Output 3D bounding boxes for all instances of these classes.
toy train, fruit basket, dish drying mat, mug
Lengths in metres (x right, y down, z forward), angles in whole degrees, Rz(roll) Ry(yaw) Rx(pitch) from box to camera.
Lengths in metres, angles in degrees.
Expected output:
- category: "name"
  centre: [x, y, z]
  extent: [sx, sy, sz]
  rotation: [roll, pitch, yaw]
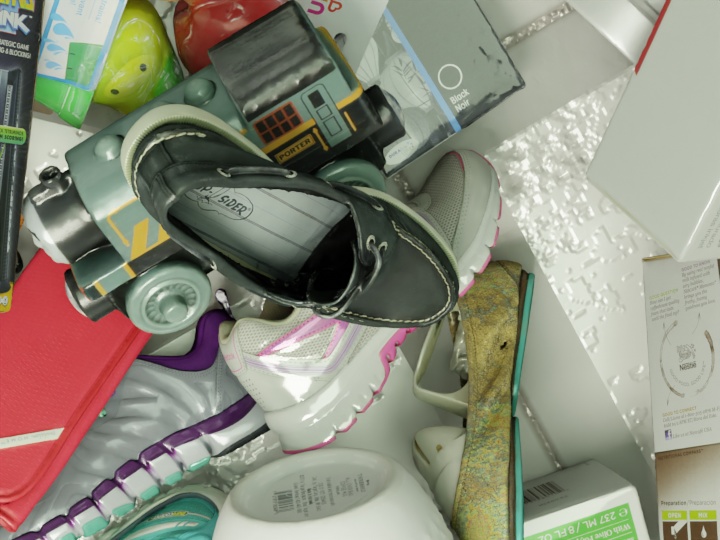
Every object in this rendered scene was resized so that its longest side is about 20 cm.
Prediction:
- category: "toy train"
  centre: [-0.075, -0.051, 0.913]
  extent: [0.199, 0.085, 0.114]
  rotation: [-30, 136, 3]
- category: "fruit basket"
  centre: [-0.091, -0.133, 0.933]
  extent: [0.199, 0.094, 0.186]
  rotation: [19, 123, -12]
- category: "dish drying mat"
  centre: [-0.158, 0.037, 0.954]
  extent: [0.077, 0.018, 0.200]
  rotation: [34, 63, -5]
- category: "mug"
  centre: [-0.012, 0.197, 0.893]
  extent: [0.147, 0.200, 0.176]
  rotation: [-7, 107, 11]

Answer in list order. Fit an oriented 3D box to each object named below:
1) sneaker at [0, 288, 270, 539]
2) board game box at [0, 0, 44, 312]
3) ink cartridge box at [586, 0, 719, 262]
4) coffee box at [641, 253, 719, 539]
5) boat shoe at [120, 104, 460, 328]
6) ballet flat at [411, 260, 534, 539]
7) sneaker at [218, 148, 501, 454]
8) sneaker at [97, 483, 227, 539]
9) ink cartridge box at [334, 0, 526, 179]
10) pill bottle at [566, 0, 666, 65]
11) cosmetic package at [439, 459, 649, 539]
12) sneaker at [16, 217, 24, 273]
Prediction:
- category: "sneaker"
  centre: [-0.141, 0.090, 0.991]
  extent: [0.199, 0.074, 0.088]
  rotation: [-29, 89, -16]
- category: "board game box"
  centre: [-0.257, -0.072, 0.896]
  extent: [0.199, 0.057, 0.166]
  rotation: [7, 93, 30]
- category: "ink cartridge box"
  centre: [0.238, -0.090, 0.950]
  extent: [0.199, 0.084, 0.145]
  rotation: [-6, 130, -39]
- category: "coffee box"
  centre: [0.229, 0.088, 0.998]
  extent: [0.114, 0.080, 0.201]
  rotation: [1, 83, -32]
- category: "boat shoe"
  centre: [-0.024, -0.011, 0.868]
  extent: [0.199, 0.066, 0.075]
  rotation: [33, 107, -32]
- category: "ballet flat"
  centre: [0.059, 0.080, 0.977]
  extent: [0.070, 0.071, 0.201]
  rotation: [13, 55, -10]
- category: "sneaker"
  centre: [0.000, 0.000, 0.972]
  extent: [0.088, 0.081, 0.200]
  rotation: [45, 67, -14]
- category: "sneaker"
  centre: [-0.146, 0.193, 0.983]
  extent: [0.200, 0.080, 0.078]
  rotation: [-42, 102, 11]
- category: "ink cartridge box"
  centre: [-0.001, -0.160, 0.996]
  extent: [0.099, 0.039, 0.200]
  rotation: [-34, 99, -3]
- category: "pill bottle"
  centre: [0.203, -0.200, 0.973]
  extent: [0.116, 0.116, 0.200]
  rotation: [40, 101, -10]
- category: "cosmetic package"
  centre: [0.124, 0.224, 1.031]
  extent: [0.107, 0.085, 0.201]
  rotation: [-18, 97, -8]
- category: "sneaker"
  centre: [-0.216, 0.008, 0.964]
  extent: [0.079, 0.074, 0.201]
  rotation: [-5, 96, -13]
